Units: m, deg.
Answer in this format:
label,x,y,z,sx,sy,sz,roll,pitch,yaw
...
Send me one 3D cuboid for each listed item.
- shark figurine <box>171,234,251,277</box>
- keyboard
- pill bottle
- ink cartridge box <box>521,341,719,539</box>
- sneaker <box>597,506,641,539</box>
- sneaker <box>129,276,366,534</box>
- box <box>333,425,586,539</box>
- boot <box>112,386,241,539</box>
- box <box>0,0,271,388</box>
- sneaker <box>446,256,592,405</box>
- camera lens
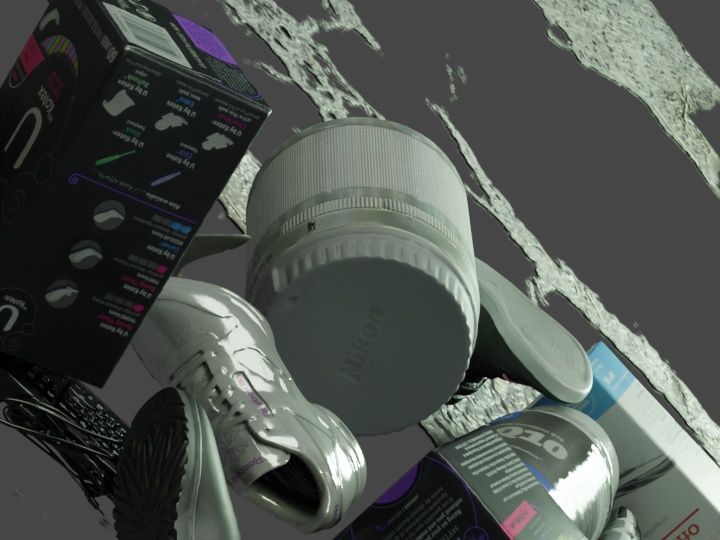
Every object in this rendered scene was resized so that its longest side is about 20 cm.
label,x,y,z,sx,sy,sz,roll,pitch,yaw
shark figurine,-0.169,-0.091,1.818,0.128,0.090,0.215,13,37,-52
keyboard,-0.148,0.096,1.587,0.200,0.040,0.104,42,21,-7
pill bottle,0.108,0.159,1.848,0.114,0.114,0.200,48,21,5
ink cartridge box,0.199,0.167,1.997,0.200,0.116,0.067,47,21,3
sneaker,0.180,0.257,1.884,0.116,0.075,0.200,48,31,-9
sneaker,-0.075,0.083,1.694,0.200,0.075,0.100,45,20,-4
box,0.086,0.214,1.676,0.200,0.122,0.106,51,21,11
boot,-0.048,0.171,1.566,0.200,0.066,0.165,23,56,-38
box,-0.160,-0.054,1.575,0.106,0.200,0.122,22,18,-32
sneaker,0.095,0.070,1.979,0.071,0.099,0.200,17,18,-37
camera lens,0.000,0.000,1.864,0.160,0.160,0.200,37,23,-22
